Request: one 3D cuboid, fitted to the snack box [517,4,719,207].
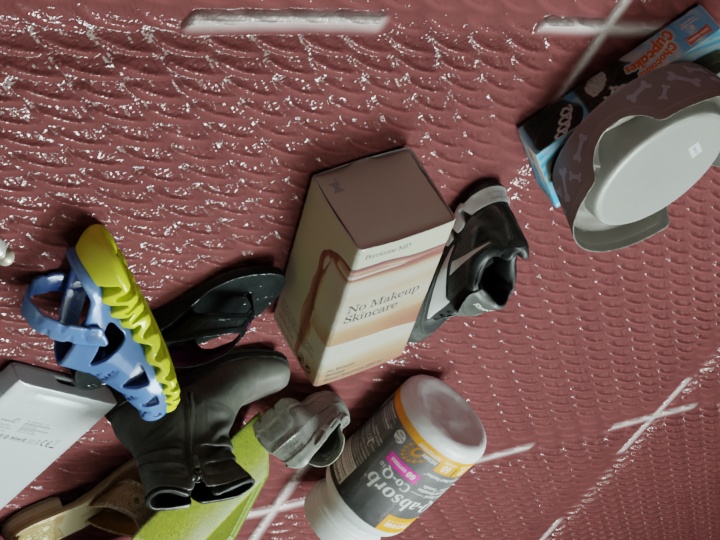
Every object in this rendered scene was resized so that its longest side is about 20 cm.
[{"bbox_3d":[0.243,-0.148,1.460,0.199,0.037,0.116,-35,153,1],"label":"snack box"}]

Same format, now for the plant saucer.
[{"bbox_3d":[-0.165,0.261,1.571,0.200,0.048,0.200,-43,167,-39],"label":"plant saucer"}]

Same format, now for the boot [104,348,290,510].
[{"bbox_3d":[-0.128,0.149,1.435,0.199,0.131,0.068,-12,146,-36],"label":"boot"}]

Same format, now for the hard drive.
[{"bbox_3d":[-0.319,0.159,1.361,0.200,0.027,0.132,-42,152,14],"label":"hard drive"}]

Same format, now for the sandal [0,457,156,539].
[{"bbox_3d":[-0.233,0.236,1.528,0.211,0.070,0.078,-23,151,-20],"label":"sandal"}]

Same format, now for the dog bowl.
[{"bbox_3d":[0.261,-0.105,1.442,0.199,0.059,0.201,-26,152,-15],"label":"dog bowl"}]

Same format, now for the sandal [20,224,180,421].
[{"bbox_3d":[-0.202,0.050,1.249,0.087,0.080,0.201,-26,134,-5],"label":"sandal"}]

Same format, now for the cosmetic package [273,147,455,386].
[{"bbox_3d":[0.000,0.000,1.381,0.103,0.087,0.201,-18,149,-25],"label":"cosmetic package"}]

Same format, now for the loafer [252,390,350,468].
[{"bbox_3d":[-0.048,0.163,1.577,0.070,0.070,0.200,-41,169,13],"label":"loafer"}]

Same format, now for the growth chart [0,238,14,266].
[{"bbox_3d":[-0.342,0.020,1.124,0.200,0.018,0.145,-40,151,10],"label":"growth chart"}]

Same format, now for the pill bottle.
[{"bbox_3d":[0.034,0.216,1.735,0.116,0.117,0.200,7,132,-51],"label":"pill bottle"}]

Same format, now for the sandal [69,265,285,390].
[{"bbox_3d":[-0.148,0.059,1.358,0.199,0.048,0.075,-26,151,-12],"label":"sandal"}]

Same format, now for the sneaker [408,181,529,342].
[{"bbox_3d":[0.096,0.015,1.505,0.066,0.091,0.200,-6,142,-40],"label":"sneaker"}]
